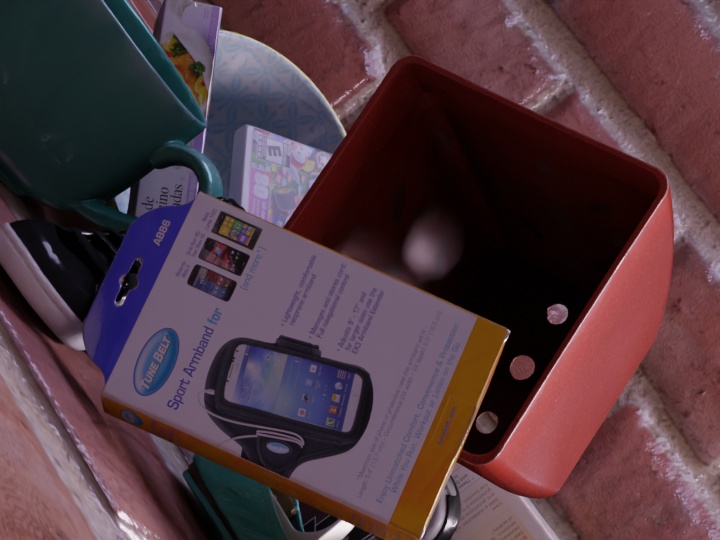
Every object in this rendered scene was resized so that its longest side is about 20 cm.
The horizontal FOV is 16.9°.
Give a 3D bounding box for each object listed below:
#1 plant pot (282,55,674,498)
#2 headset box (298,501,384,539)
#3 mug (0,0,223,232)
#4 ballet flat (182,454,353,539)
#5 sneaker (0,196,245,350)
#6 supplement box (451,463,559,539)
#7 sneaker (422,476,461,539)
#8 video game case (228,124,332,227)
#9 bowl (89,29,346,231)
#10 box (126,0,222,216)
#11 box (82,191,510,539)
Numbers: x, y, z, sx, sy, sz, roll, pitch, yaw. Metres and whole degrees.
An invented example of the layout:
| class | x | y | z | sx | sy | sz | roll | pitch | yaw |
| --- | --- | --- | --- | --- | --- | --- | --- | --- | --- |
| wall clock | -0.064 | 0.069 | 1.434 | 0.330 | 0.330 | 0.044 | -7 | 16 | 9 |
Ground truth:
| class | x | y | z | sx | sy | sz | roll | pitch | yaw |
| --- | --- | --- | --- | --- | --- | --- | --- | --- | --- |
| plant pot | 0.075 | 0.026 | 1.461 | 0.199 | 0.201 | 0.176 | 28 | -14 | 30 |
| headset box | 0.017 | 0.198 | 1.320 | 0.149 | 0.075 | 0.200 | 51 | 4 | -38 |
| mug | -0.173 | -0.102 | 1.411 | 0.152 | 0.114 | 0.185 | 50 | 5 | -46 |
| ballet flat | -0.029 | 0.149 | 1.228 | 0.067 | 0.070 | 0.200 | 57 | 1 | -44 |
| sneaker | -0.115 | -0.008 | 1.285 | 0.073 | 0.112 | 0.200 | 52 | 2 | 25 |
| supplement box | 0.078 | 0.211 | 1.595 | 0.201 | 0.126 | 0.074 | 54 | 2 | -8 |
| sneaker | -0.039 | 0.105 | 1.434 | 0.200 | 0.076 | 0.115 | 31 | 2 | 33 |
| video game case | 0.000 | 0.000 | 1.576 | 0.199 | 0.018 | 0.144 | 18 | 62 | -31 |
| bowl | -0.108 | -0.046 | 1.594 | 0.201 | 0.200 | 0.107 | 53 | -39 | -7 |
| box | -0.118 | -0.074 | 1.498 | 0.041 | 0.038 | 0.202 | 123 | -25 | -63 |
| box | -0.038 | 0.046 | 1.226 | 0.199 | 0.120 | 0.042 | 24 | -18 | 5 |
